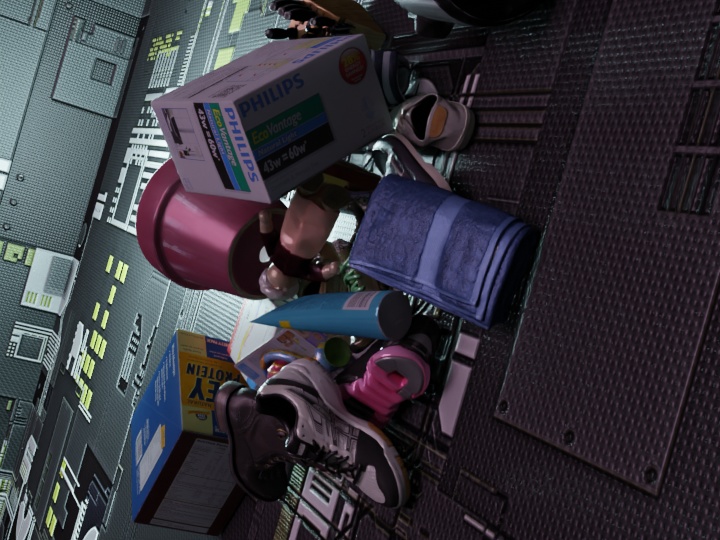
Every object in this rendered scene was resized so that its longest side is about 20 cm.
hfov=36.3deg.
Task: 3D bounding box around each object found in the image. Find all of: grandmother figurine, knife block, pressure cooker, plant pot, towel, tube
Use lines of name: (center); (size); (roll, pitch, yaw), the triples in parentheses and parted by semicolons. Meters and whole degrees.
grandmother figurine: (-0.074, -0.031, 1.351); (0.060, 0.121, 0.200); (-37, -15, -44)
knife block: (-0.062, -0.340, 1.510); (0.064, 0.174, 0.200); (-62, 27, 22)
pressure cooker: (0.104, -0.349, 1.171); (0.176, 0.179, 0.200); (-42, 26, -4)
plant pot: (-0.176, -0.051, 1.486); (0.179, 0.199, 0.201); (28, 102, 45)
towel: (0.077, -0.024, 1.099); (0.199, 0.048, 0.112); (24, 97, 43)
tube: (-0.032, 0.045, 1.185); (0.199, 0.077, 0.051); (1, 103, 47)

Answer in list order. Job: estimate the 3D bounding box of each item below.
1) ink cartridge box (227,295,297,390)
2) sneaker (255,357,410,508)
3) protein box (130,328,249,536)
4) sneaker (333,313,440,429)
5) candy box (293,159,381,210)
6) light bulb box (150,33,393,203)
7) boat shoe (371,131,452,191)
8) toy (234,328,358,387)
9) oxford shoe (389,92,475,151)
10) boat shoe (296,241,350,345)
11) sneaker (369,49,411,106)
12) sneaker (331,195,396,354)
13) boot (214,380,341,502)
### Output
ink cartridge box: (-0.126, 0.088, 1.521); (0.117, 0.067, 0.200); (-70, 24, 9)
sneaker: (-0.034, 0.185, 1.160); (0.200, 0.087, 0.076); (44, 138, 25)
protein box: (-0.236, 0.234, 1.585); (0.201, 0.134, 0.199); (-58, 29, 31)
sneaker: (0.026, 0.108, 1.205); (0.200, 0.079, 0.096); (-38, 21, 52)
candy box: (-0.054, -0.127, 1.438); (0.200, 0.116, 0.057); (32, 103, 64)
light bulb box: (-0.104, -0.182, 1.290); (0.199, 0.198, 0.126); (12, 129, 52)
boat shoe: (0.044, -0.101, 1.248); (0.200, 0.062, 0.073); (50, 165, 58)
toy: (-0.077, 0.133, 1.326); (0.200, 0.115, 0.047); (-38, 17, 50)
oxford shoe: (0.066, -0.176, 1.284); (0.200, 0.057, 0.076); (23, 99, 67)
boat shoe: (-0.056, 0.038, 1.408); (0.073, 0.063, 0.202); (-49, 34, 42)
sneaker: (0.011, -0.221, 1.430); (0.200, 0.107, 0.071); (86, -175, -67)
sneaker: (0.000, 0.000, 1.257); (0.077, 0.088, 0.201); (-41, 31, 54)
boot: (-0.086, 0.221, 1.325); (0.173, 0.201, 0.069); (9, 42, 39)
